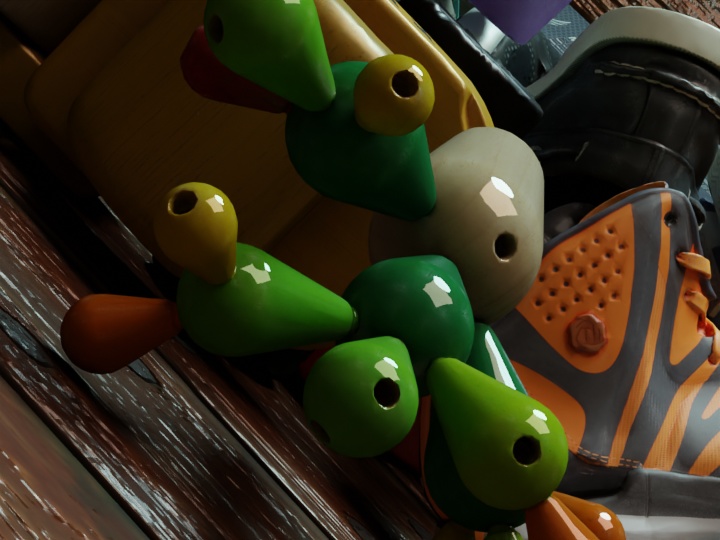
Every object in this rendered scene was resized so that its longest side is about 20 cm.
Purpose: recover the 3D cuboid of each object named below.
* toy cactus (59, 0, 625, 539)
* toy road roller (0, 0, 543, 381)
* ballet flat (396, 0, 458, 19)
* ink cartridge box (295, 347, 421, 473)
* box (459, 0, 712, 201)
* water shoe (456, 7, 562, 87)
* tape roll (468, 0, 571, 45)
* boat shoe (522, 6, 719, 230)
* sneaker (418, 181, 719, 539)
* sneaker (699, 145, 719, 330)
[{"bbox_3d":[0.010,0.013,0.738,0.201,0.102,0.165,57,24,-12],"label":"toy cactus"},{"bbox_3d":[-0.046,-0.067,0.857,0.200,0.123,0.146,46,6,5],"label":"toy road roller"},{"bbox_3d":[0.011,-0.075,1.139,0.067,0.064,0.200,46,-6,20],"label":"ballet flat"},{"bbox_3d":[0.000,0.000,0.988,0.200,0.067,0.116,48,5,32],"label":"ink cartridge box"},{"bbox_3d":[0.090,-0.010,1.278,0.051,0.158,0.200,-8,38,-32],"label":"box"},{"bbox_3d":[0.073,-0.042,1.110,0.079,0.072,0.200,34,0,20],"label":"water shoe"},{"bbox_3d":[0.010,-0.169,0.982,0.200,0.066,0.200,46,9,-9],"label":"tape roll"},{"bbox_3d":[0.075,-0.019,0.975,0.074,0.066,0.199,21,-20,-9],"label":"boat shoe"},{"bbox_3d":[0.111,0.029,0.873,0.199,0.113,0.077,-2,-6,-26],"label":"sneaker"},{"bbox_3d":[0.151,0.042,1.020,0.115,0.200,0.081,17,35,-14],"label":"sneaker"}]
